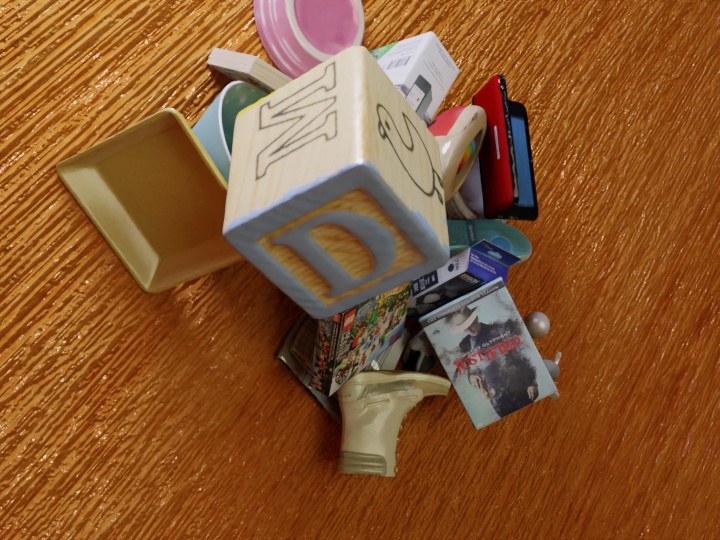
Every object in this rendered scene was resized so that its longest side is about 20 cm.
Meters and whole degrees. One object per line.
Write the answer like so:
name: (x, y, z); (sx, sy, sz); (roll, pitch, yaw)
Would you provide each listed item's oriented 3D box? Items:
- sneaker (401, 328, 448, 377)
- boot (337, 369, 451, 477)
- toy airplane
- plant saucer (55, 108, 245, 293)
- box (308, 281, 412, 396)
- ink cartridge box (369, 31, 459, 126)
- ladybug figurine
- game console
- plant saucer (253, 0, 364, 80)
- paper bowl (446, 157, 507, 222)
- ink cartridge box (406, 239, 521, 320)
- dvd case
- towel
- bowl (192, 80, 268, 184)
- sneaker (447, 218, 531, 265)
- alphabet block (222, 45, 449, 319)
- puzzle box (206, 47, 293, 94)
sneaker: (0.124, 0.152, 1.459); (0.115, 0.075, 0.201); (-36, 136, -5)
boot: (0.050, 0.228, 1.328); (0.198, 0.072, 0.157); (5, 81, -34)
toy airplane: (0.249, 0.109, 1.475); (0.140, 0.199, 0.201); (-33, 100, -3)
plant saucer: (-0.233, -0.085, 1.069); (0.201, 0.198, 0.049); (58, 31, -23)
box: (0.006, 0.072, 1.260); (0.200, 0.037, 0.138); (-34, 142, -50)
ink cartridge box: (0.038, -0.247, 1.337); (0.084, 0.145, 0.201); (47, 60, -31)
ladybug figurine: (0.128, -0.177, 1.311); (0.200, 0.071, 0.137); (-50, 159, -50)
game console: (0.247, -0.188, 1.395); (0.117, 0.172, 0.203); (-5, 84, -12)
plant saucer: (-0.064, -0.376, 1.314); (0.199, 0.051, 0.203); (3, 85, -43)
paper bowl: (0.176, -0.167, 1.486); (0.199, 0.104, 0.203); (3, 85, -42)
ink cartridge box: (0.149, 0.024, 1.392); (0.099, 0.199, 0.040); (22, 49, -38)
dvd case: (0.197, 0.130, 1.370); (0.202, 0.145, 0.022); (62, 9, -10)
towel: (-0.018, 0.115, 1.344); (0.193, 0.034, 0.201); (49, 59, -30)
bowl: (-0.156, -0.131, 1.156); (0.201, 0.104, 0.202); (45, 33, -41)
sneaker: (0.168, -0.017, 1.440); (0.197, 0.131, 0.080); (6, 52, -2)
alphabet block: (-0.026, -0.098, 1.035); (0.195, 0.195, 0.202); (45, 31, -41)
puzzle box: (-0.102, -0.239, 1.219); (0.199, 0.133, 0.026); (27, 91, -37)
